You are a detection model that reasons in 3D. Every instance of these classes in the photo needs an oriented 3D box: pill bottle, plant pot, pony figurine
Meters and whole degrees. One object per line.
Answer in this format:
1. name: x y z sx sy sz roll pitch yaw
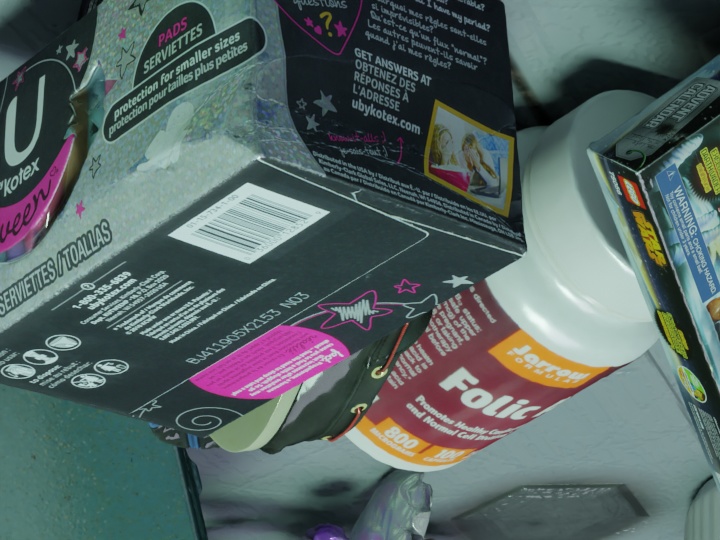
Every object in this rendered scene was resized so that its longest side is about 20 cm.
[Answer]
1. pill bottle: 0.071 0.006 1.095 0.114 0.115 0.200 12 149 -31
2. plant pot: -0.178 0.155 1.283 0.199 0.197 0.196 -15 154 -2
3. pony figurine: -0.019 0.196 1.459 0.199 0.168 0.193 -3 -174 -13

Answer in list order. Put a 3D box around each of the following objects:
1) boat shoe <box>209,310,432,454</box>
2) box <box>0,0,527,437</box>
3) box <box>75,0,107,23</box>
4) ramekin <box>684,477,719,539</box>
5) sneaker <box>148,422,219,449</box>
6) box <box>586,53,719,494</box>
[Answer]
1. boat shoe: -0.001 -0.002 1.020 0.063 0.074 0.202 -2 137 -39
2. box: -0.054 -0.034 0.915 0.132 0.115 0.200 18 145 -36
3. box: -0.029 -0.111 0.931 0.142 0.036 0.200 2 155 -15
4. ramekin: 0.293 0.177 1.507 0.201 0.095 0.203 -4 154 -2
5. sneaker: -0.048 -0.008 1.102 0.075 0.077 0.200 16 129 -31
6. box: 0.185 -0.003 1.008 0.137 0.040 0.201 -36 123 -16
